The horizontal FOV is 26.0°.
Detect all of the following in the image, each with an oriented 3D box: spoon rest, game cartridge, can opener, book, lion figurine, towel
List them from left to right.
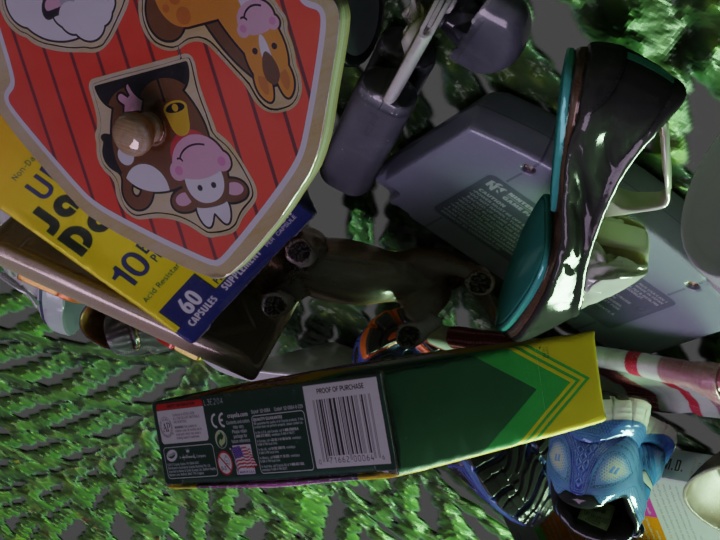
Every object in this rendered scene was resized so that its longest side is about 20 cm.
[{"bbox_3d":[-0.056,0.068,1.169,0.200,0.061,0.099,32,161,-11],"label":"spoon rest"},{"bbox_3d":[0.000,0.000,0.982,0.200,0.073,0.123,18,-169,-3],"label":"lion figurine"},{"bbox_3d":[0.032,-0.091,0.812,0.067,0.053,0.200,27,155,-2],"label":"can opener"},{"bbox_3d":[0.120,-0.023,0.883,0.200,0.041,0.133,33,156,-17],"label":"game cartridge"},{"bbox_3d":[0.152,0.068,0.985,0.200,0.023,0.144,7,168,32],"label":"towel"},{"bbox_3d":[0.196,0.171,1.168,0.200,0.048,0.134,7,146,30],"label":"book"}]

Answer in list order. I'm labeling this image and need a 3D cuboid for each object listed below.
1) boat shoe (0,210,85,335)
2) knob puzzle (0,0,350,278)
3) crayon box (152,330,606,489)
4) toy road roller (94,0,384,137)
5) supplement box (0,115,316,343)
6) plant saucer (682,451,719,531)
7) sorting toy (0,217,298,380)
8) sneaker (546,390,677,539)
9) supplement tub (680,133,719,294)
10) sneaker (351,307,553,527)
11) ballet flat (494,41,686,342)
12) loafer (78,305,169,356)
[{"bbox_3d":[-0.249,-0.026,1.150,0.086,0.075,0.202,19,151,11],"label":"boat shoe"},{"bbox_3d":[-0.093,-0.089,0.680,0.219,0.030,0.220,11,113,26],"label":"knob puzzle"},{"bbox_3d":[0.010,0.080,0.897,0.172,0.058,0.200,-9,178,-43],"label":"crayon box"},{"bbox_3d":[-0.083,-0.130,0.731,0.123,0.146,0.200,10,150,28],"label":"toy road roller"},{"bbox_3d":[-0.139,-0.072,0.883,0.200,0.109,0.110,38,-166,-25],"label":"supplement box"},{"bbox_3d":[0.310,0.145,1.002,0.200,0.032,0.200,11,156,5],"label":"plant saucer"},{"bbox_3d":[-0.133,0.000,1.009,0.185,0.200,0.037,25,110,1],"label":"sorting toy"},{"bbox_3d":[0.152,0.128,0.999,0.078,0.089,0.200,11,172,22],"label":"sneaker"},{"bbox_3d":[0.255,0.008,0.698,0.200,0.146,0.145,37,151,-23],"label":"supplement tub"},{"bbox_3d":[0.070,0.104,1.121,0.200,0.075,0.078,49,161,-10],"label":"sneaker"},{"bbox_3d":[0.117,-0.026,0.782,0.068,0.068,0.200,11,140,1],"label":"ballet flat"},{"bbox_3d":[-0.171,0.025,1.132,0.200,0.072,0.073,-2,106,70],"label":"loafer"}]
